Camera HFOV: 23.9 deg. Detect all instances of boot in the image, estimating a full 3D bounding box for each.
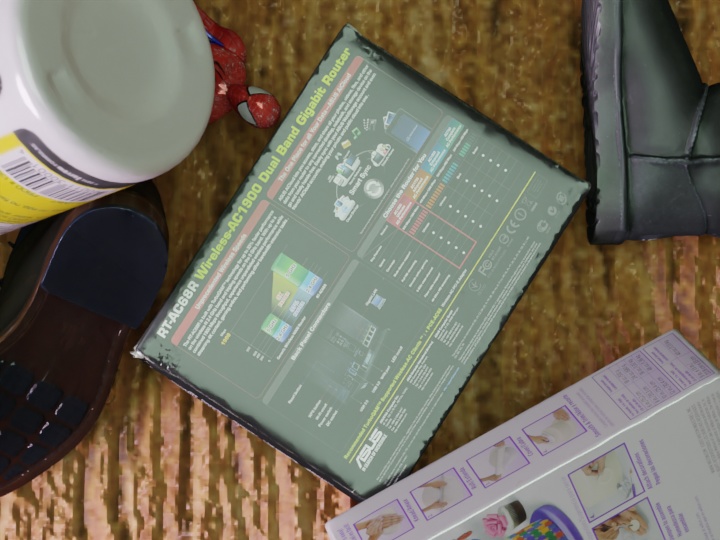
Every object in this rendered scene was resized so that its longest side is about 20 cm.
[{"bbox_3d":[-0.155,0.027,0.858,0.075,0.097,0.200,31,114,-19],"label":"boot"},{"bbox_3d":[0.216,-0.095,0.876,0.199,0.066,0.166,-1,95,0],"label":"boot"}]

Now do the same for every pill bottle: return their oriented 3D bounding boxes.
[{"bbox_3d":[-0.172,-0.075,0.786,0.114,0.199,0.115,17,67,-44],"label":"pill bottle"}]

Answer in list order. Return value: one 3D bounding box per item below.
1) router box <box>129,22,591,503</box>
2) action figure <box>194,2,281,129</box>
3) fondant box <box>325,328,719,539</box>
[{"bbox_3d":[0.000,0.000,0.862,0.150,0.062,0.200,33,86,-1],"label":"router box"},{"bbox_3d":[-0.127,-0.125,0.859,0.199,0.052,0.066,30,81,5],"label":"action figure"},{"bbox_3d":[0.102,0.140,0.831,0.199,0.058,0.145,-29,118,-5],"label":"fondant box"}]
